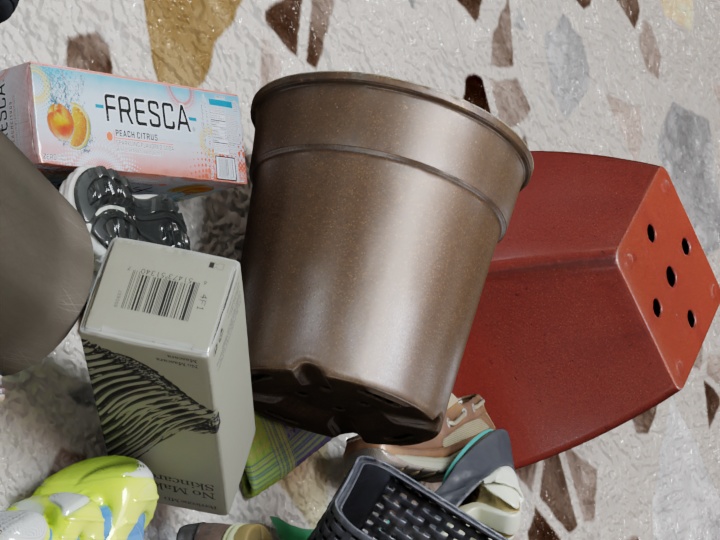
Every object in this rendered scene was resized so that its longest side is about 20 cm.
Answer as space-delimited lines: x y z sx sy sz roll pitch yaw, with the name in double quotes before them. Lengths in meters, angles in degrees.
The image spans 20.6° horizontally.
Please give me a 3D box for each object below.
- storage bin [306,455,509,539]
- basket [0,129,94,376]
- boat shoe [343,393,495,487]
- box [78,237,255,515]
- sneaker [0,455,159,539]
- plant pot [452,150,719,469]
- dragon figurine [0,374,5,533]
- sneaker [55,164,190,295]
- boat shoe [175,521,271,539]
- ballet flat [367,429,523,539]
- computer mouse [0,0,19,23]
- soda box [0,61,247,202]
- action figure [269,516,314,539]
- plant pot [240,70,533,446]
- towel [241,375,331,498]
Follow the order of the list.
"storage bin" 0.052 0.221 1.253 0.199 0.094 0.135 31 15 2
"basket" -0.243 -0.027 1.053 0.200 0.179 0.137 39 28 -56
"boat shoe" 0.043 0.122 1.486 0.200 0.075 0.072 8 71 -63
"box" -0.112 0.067 1.184 0.201 0.081 0.069 88 15 -56
"sneaker" -0.187 0.181 1.134 0.199 0.075 0.106 -19 107 -46
"plant pot" 0.177 0.019 1.608 0.201 0.175 0.200 61 39 -23
"dragon figurine" -0.254 0.126 1.043 0.200 0.099 0.059 -44 134 -1
"sneaker" -0.158 -0.011 1.240 0.200 0.079 0.075 38 38 -64
"boat shoe" -0.096 0.258 1.252 0.073 0.064 0.202 16 81 -65
"ballet flat" 0.073 0.179 1.403 0.200 0.073 0.074 -34 108 -49
"computer mouse" -0.260 -0.167 1.151 0.199 0.046 0.142 18 65 -52
"soda box" -0.159 -0.085 1.252 0.199 0.068 0.064 4 77 -55
"action figure" 0.017 0.234 1.413 0.199 0.055 0.119 10 52 -48
"plant pot" 0.000 0.000 1.326 0.200 0.199 0.200 35 62 -45
"towel" -0.048 0.057 1.412 0.200 0.023 0.145 -40 114 -51
